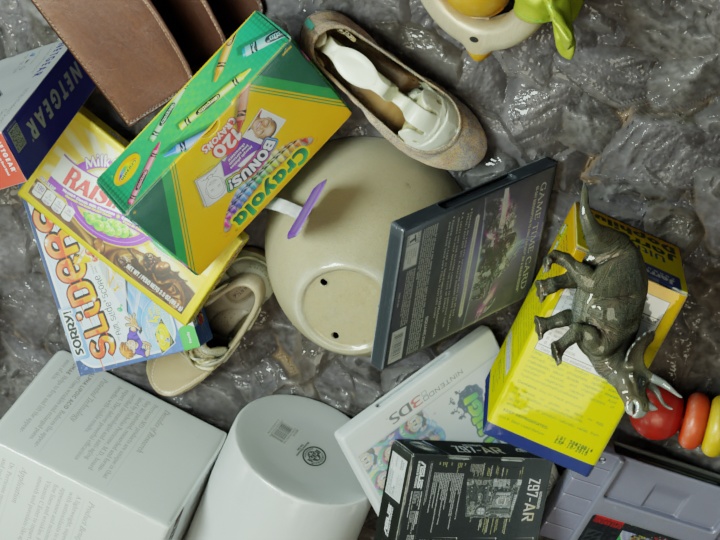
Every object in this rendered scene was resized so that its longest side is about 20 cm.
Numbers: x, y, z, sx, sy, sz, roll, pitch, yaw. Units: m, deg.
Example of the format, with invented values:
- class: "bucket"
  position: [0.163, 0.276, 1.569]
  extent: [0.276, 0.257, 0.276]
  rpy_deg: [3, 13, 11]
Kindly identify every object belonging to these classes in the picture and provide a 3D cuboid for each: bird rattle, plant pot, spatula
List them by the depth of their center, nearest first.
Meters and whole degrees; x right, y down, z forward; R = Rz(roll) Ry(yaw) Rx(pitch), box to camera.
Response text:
- class: "bird rattle"
  position: [0.103, -0.250, 1.237]
  extent: [0.200, 0.113, 0.163]
  rpy_deg: [45, 136, -13]
- class: "spatula"
  position: [-0.074, -0.057, 1.356]
  extent: [0.020, 0.200, 0.057]
  rpy_deg: [33, 81, -24]
- class: "plant pot"
  position: [0.000, 0.000, 1.387]
  extent: [0.198, 0.135, 0.202]
  rpy_deg: [5, 123, 8]

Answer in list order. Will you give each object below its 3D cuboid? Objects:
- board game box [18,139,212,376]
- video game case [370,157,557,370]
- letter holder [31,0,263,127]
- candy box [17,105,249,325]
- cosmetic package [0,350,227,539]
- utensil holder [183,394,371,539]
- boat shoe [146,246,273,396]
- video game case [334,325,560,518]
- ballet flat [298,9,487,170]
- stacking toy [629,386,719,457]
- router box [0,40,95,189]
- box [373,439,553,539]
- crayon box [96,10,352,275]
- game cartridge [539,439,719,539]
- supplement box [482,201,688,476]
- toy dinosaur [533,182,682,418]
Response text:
- class: "board game box"
  position: [-0.232, -0.012, 1.449]
  extent: [0.134, 0.034, 0.202]
  rpy_deg: [-15, 98, 20]
- class: "video game case"
  position: [0.091, -0.008, 1.341]
  extent: [0.019, 0.199, 0.144]
  rpy_deg: [33, 130, 33]
- class: "letter holder"
  position: [-0.191, -0.252, 1.293]
  extent: [0.141, 0.101, 0.201]
  rpy_deg: [-27, 112, 23]
- class: "candy box"
  position: [-0.208, -0.050, 1.398]
  extent: [0.199, 0.026, 0.103]
  rpy_deg: [37, 105, 3]
- class: "cosmetic package"
  position: [-0.269, 0.222, 1.550]
  extent: [0.199, 0.165, 0.166]
  rpy_deg: [26, 124, 2]
- class: "utensil holder"
  position: [-0.081, 0.251, 1.540]
  extent: [0.169, 0.170, 0.201]
  rpy_deg: [22, 121, -3]
- class: "boat shoe"
  position: [-0.152, 0.062, 1.497]
  extent: [0.072, 0.065, 0.200]
  rpy_deg: [37, 121, -12]
- class: "video game case"
  position: [0.090, 0.183, 1.483]
  extent: [0.181, 0.024, 0.201]
  rpy_deg: [-35, 116, -15]
- class: "ballet flat"
  position: [0.028, -0.148, 1.322]
  extent: [0.199, 0.067, 0.068]
  rpy_deg: [34, 97, -10]
- class: "stacking toy"
  position: [0.351, 0.149, 1.447]
  extent: [0.198, 0.086, 0.086]
  rpy_deg: [16, 124, 10]
- class: "router box"
  position: [-0.342, -0.122, 1.345]
  extent: [0.178, 0.201, 0.049]
  rpy_deg: [-15, 118, 18]
- class: "box"
  position: [0.090, 0.265, 1.466]
  extent: [0.159, 0.043, 0.202]
  rpy_deg: [5, 101, -27]
- class: "crayon box"
  position: [-0.114, -0.106, 1.309]
  extent: [0.200, 0.058, 0.119]
  rpy_deg: [-47, 143, -1]
- class: "game cartridge"
  position: [0.287, 0.241, 1.518]
  extent: [0.198, 0.039, 0.130]
  rpy_deg: [18, 119, -11]
- class: "supplement box"
  position: [0.198, 0.062, 1.381]
  extent: [0.108, 0.110, 0.201]
  rpy_deg: [23, 114, -4]
- class: "toy dinosaur"
  position: [0.200, 0.021, 1.275]
  extent: [0.101, 0.077, 0.202]
  rpy_deg: [-8, 101, -9]
